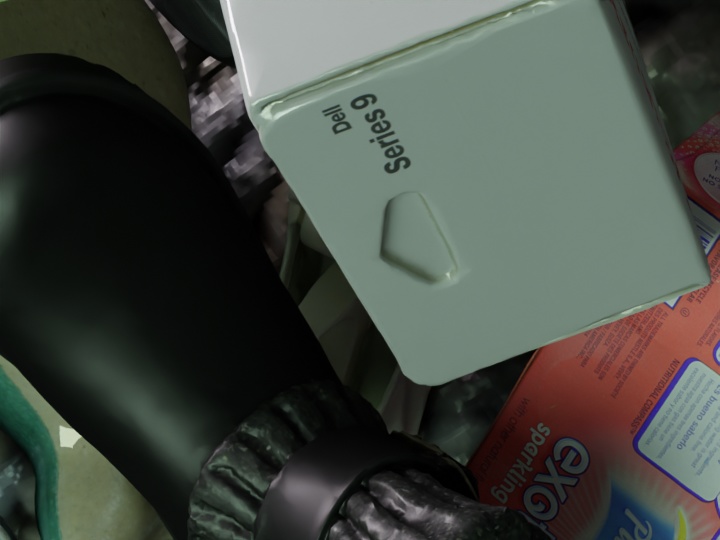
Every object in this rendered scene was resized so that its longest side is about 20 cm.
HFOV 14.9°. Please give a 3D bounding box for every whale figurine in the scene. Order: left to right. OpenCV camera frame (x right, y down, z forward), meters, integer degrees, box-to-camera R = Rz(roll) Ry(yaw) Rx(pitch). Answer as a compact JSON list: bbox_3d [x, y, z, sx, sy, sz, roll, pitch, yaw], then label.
[{"bbox_3d":[-0.107,-0.003,0.833,0.104,0.159,0.201,-17,93,33],"label":"whale figurine"}]

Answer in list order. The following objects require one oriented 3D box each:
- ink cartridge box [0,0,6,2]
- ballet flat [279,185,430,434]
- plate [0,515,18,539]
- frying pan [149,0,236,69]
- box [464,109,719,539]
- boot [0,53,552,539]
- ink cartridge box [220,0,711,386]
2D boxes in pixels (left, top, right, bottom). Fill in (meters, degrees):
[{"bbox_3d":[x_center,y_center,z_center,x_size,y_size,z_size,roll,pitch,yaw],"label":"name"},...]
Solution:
[{"bbox_3d":[-0.113,-0.173,0.748,0.076,0.200,0.148,-16,115,-7],"label":"ink cartridge box"},{"bbox_3d":[0.000,0.000,0.848,0.069,0.069,0.201,25,121,20],"label":"ballet flat"},{"bbox_3d":[-0.141,0.061,0.877,0.200,0.026,0.200,53,170,13],"label":"plate"},{"bbox_3d":[-0.074,-0.132,0.823,0.190,0.031,0.115,50,164,0],"label":"frying pan"},{"bbox_3d":[0.097,0.056,0.794,0.103,0.095,0.200,37,125,12],"label":"box"},{"bbox_3d":[-0.024,0.045,0.713,0.211,0.079,0.158,52,175,-33],"label":"boot"},{"bbox_3d":[0.012,-0.094,0.689,0.084,0.146,0.201,-20,59,9],"label":"ink cartridge box"}]
